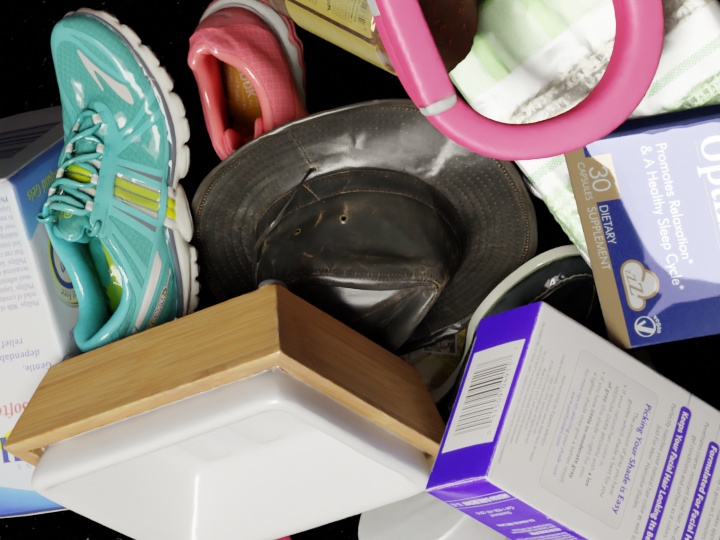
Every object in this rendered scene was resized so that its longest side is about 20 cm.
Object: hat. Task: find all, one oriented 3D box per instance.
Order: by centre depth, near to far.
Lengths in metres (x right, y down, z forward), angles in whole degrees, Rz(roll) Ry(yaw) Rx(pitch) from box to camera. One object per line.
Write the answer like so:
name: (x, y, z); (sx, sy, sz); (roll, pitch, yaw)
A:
hat: (0.000, 0.000, 1.489); (0.200, 0.081, 0.201); (1, 128, 1)

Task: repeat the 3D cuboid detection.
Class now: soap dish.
soap dish: (-0.071, 0.085, 1.463); (0.200, 0.081, 0.157); (-20, 146, 33)

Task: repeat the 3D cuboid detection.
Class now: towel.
towel: (0.151, -0.087, 1.448); (0.149, 0.031, 0.200); (-35, 94, 23)

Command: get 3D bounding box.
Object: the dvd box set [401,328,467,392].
dvd box set: (-0.005, 0.042, 1.622); (0.146, 0.029, 0.200); (13, 112, 13)

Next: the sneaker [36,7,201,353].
sneaker: (-0.140, -0.047, 1.486); (0.077, 0.080, 0.200); (-1, 102, 44)

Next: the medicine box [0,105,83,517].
medicine box: (-0.187, 0.019, 1.588); (0.103, 0.182, 0.200); (-10, 106, 21)

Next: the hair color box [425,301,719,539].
hair color box: (0.141, 0.113, 1.456); (0.200, 0.109, 0.065); (31, 154, -23)

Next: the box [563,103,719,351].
box: (0.217, -0.032, 1.412); (0.200, 0.032, 0.121); (-11, 103, 19)

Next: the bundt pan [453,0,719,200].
bundt pan: (0.137, -0.140, 1.485); (0.202, 0.076, 0.202); (6, 112, 15)

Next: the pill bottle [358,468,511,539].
pill bottle: (0.092, 0.193, 1.518); (0.109, 0.110, 0.200); (-27, 120, 24)

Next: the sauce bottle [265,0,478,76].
sauce bottle: (-0.015, -0.163, 1.482); (0.200, 0.066, 0.066); (34, 124, 47)

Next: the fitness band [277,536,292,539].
fitness band: (-0.021, 0.138, 1.593); (0.144, 0.037, 0.200); (23, 136, 28)

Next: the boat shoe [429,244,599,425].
boat shoe: (0.086, 0.071, 1.536); (0.074, 0.066, 0.199); (14, 129, -37)

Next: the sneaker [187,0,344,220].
sneaker: (-0.052, -0.059, 1.537); (0.074, 0.087, 0.200); (-21, 102, 23)

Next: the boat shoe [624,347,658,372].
boat shoe: (0.123, 0.127, 1.589); (0.072, 0.072, 0.200); (35, 120, -4)

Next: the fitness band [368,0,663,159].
fitness band: (0.076, -0.155, 1.373); (0.143, 0.037, 0.200); (-22, 99, -8)
